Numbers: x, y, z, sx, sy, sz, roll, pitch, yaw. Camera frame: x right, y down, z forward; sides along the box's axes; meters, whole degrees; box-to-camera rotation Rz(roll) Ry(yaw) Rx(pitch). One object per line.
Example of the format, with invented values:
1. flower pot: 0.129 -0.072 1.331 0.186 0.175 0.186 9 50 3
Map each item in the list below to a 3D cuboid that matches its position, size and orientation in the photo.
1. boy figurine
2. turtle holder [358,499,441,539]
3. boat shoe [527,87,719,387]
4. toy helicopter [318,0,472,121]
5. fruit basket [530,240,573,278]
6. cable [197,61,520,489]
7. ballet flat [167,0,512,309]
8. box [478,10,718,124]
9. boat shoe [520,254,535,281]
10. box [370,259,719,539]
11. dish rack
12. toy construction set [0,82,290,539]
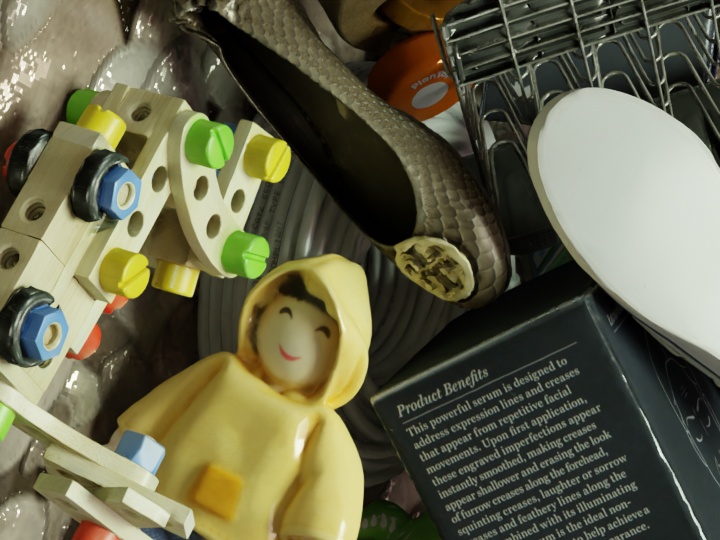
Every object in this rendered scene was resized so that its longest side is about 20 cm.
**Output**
1. boy figurine: -0.049 0.086 1.133 0.201 0.124 0.064 -57 156 1
2. turtle holder: 0.053 0.168 1.319 0.141 0.132 0.185 -48 168 17
3. boat shoe: 0.138 -0.001 1.137 0.200 0.066 0.072 37 81 -18
4. toy helicopter: 0.075 -0.150 1.167 0.199 0.079 0.132 -21 154 -14
5. fruit basket: 0.138 0.008 1.342 0.186 0.094 0.200 -54 -174 18
6. cable: 0.000 0.000 1.261 0.200 0.069 0.201 -37 131 -49
7. ballet flat: -0.014 -0.060 1.130 0.200 0.067 0.046 52 47 -4
8. box: 0.124 -0.149 1.327 0.200 0.104 0.149 -53 150 -75
9. boat shoe: 0.128 0.040 1.501 0.060 0.071 0.202 -28 122 -49
10. box: 0.109 0.104 1.191 0.201 0.107 0.148 63 19 -3
11. dish rack: 0.105 -0.084 1.144 0.200 0.153 0.055 69 3 -58
12. toy construction set: -0.097 0.012 1.078 0.131 0.092 0.201 55 43 -54
